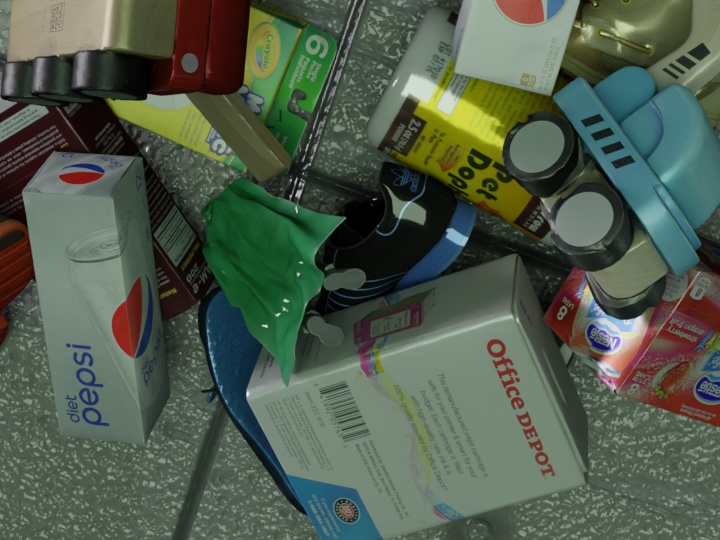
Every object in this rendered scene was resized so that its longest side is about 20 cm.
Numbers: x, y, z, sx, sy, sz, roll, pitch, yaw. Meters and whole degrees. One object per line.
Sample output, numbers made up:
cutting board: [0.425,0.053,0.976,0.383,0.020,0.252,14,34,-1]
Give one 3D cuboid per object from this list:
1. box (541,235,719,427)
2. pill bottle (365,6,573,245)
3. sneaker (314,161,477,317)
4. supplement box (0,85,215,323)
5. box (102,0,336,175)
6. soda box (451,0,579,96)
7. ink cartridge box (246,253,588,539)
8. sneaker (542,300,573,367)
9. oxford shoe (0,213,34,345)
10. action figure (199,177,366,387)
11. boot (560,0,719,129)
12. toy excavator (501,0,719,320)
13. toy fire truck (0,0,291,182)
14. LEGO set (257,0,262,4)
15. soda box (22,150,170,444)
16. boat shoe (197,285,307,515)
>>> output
box: [0.234,0.039,1.063,0.199,0.096,0.100,18,110,-41]
pill bottle: [0.110,-0.091,1.084,0.199,0.109,0.110,29,105,-2]
sneaker: [0.000,0.000,1.114,0.077,0.070,0.200,31,127,-13]
supplement box: [-0.203,-0.047,1.126,0.108,0.061,0.201,-25,109,25]
box: [-0.126,-0.153,1.124,0.198,0.048,0.118,23,106,-2]
soda box: [0.113,-0.216,0.965,0.067,0.064,0.202,13,114,-4]
ink cartridge box: [0.044,0.094,1.072,0.198,0.085,0.146,-17,114,19]
sneaker: [0.077,0.080,1.149,0.200,0.075,0.085,-42,97,13]
oxford shoe: [-0.290,0.008,1.126,0.073,0.071,0.200,50,142,9]
action figure: [-0.065,-0.013,1.087,0.054,0.200,0.119,16,103,-34]
boot: [0.191,-0.196,1.059,0.198,0.073,0.157,23,106,-14]
toy excavator: [0.187,-0.099,0.968,0.199,0.195,0.100,-34,144,8]
toy fire truck: [-0.117,-0.132,1.016,0.198,0.175,0.130,5,90,-35]
LEGO set: [-0.024,-0.265,1.019,0.116,0.155,0.199,39,126,-24]
soda box: [-0.181,0.021,1.085,0.067,0.064,0.202,5,120,11]
boat shoe: [-0.075,0.103,1.165,0.084,0.069,0.202,-26,106,-20]
